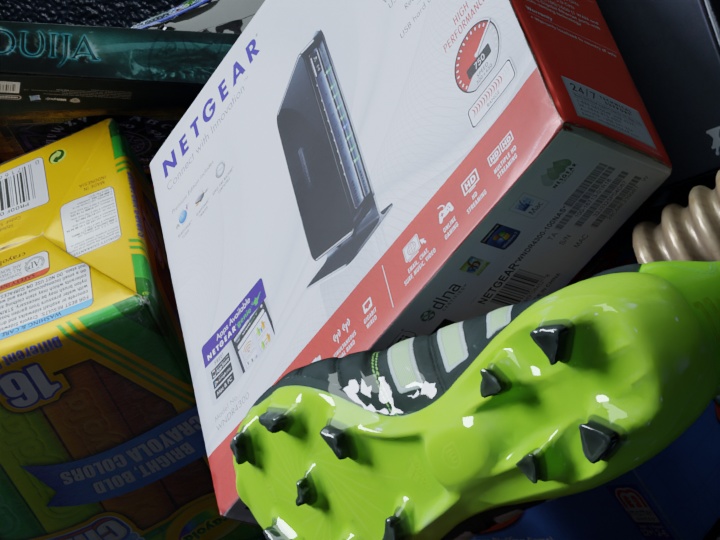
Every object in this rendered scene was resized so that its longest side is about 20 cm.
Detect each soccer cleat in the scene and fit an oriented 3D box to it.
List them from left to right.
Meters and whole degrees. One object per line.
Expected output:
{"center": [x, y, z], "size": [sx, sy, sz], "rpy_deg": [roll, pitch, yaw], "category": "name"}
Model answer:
{"center": [0.036, 0.044, 0.551], "size": [0.081, 0.068, 0.199], "rpy_deg": [-20, -2, -41], "category": "soccer cleat"}

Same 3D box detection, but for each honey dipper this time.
{"center": [0.053, 0.031, 0.595], "size": [0.199, 0.038, 0.038], "rpy_deg": [-36, 12, 24], "category": "honey dipper"}

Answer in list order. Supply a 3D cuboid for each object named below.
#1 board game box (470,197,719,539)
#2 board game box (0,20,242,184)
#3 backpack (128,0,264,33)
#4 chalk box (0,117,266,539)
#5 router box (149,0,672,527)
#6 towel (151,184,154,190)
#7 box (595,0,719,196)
{"center": [0.085, 0.035, 0.666], "size": [0.152, 0.045, 0.199], "rpy_deg": [-44, 14, -28], "category": "board game box"}
{"center": [-0.081, -0.065, 0.840], "size": [0.198, 0.028, 0.135], "rpy_deg": [2, -21, -13], "category": "board game box"}
{"center": [-0.053, -0.101, 1.219], "size": [0.198, 0.185, 0.147], "rpy_deg": [-24, -6, 12], "category": "backpack"}
{"center": [-0.118, 0.062, 0.821], "size": [0.123, 0.201, 0.124], "rpy_deg": [-21, 41, 4], "category": "chalk box"}
{"center": [0.004, -0.036, 0.664], "size": [0.200, 0.049, 0.180], "rpy_deg": [-50, 39, 32], "category": "router box"}
{"center": [-0.149, 0.011, 0.868], "size": [0.023, 0.198, 0.146], "rpy_deg": [-109, 31, -50], "category": "towel"}
{"center": [0.122, -0.088, 0.744], "size": [0.181, 0.105, 0.199], "rpy_deg": [-22, 0, -40], "category": "box"}
